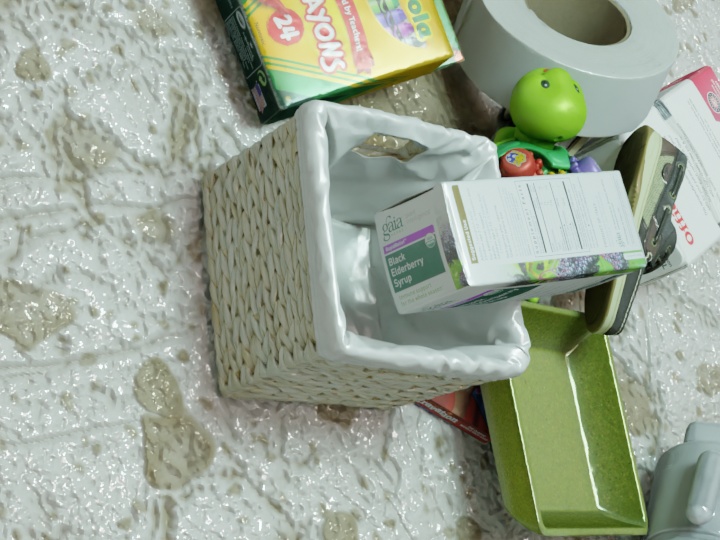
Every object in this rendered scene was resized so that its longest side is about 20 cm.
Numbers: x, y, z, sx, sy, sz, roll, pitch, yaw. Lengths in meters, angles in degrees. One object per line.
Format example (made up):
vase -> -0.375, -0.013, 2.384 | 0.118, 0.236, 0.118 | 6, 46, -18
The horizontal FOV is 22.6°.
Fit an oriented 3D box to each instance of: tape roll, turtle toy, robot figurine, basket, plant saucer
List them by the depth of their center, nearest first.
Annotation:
basket -> 0.000, 0.000, 1.388 | 0.197, 0.160, 0.201 | 8, 66, -40
plant saucer -> 0.164, 0.132, 1.538 | 0.199, 0.048, 0.201 | 11, 64, -55
turtle toy -> 0.151, -0.072, 1.540 | 0.145, 0.101, 0.201 | 3, 84, -30
robot figurine -> 0.310, 0.233, 1.604 | 0.170, 0.112, 0.201 | 70, 30, -47
tape roll -> 0.186, -0.211, 1.647 | 0.201, 0.071, 0.203 | 13, 41, -11

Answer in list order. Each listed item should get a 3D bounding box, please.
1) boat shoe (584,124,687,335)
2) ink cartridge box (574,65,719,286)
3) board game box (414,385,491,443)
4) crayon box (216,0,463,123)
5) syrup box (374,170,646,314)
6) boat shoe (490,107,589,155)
boat shoe -> 0.251, -0.031, 1.604 | 0.066, 0.072, 0.202 | 21, 68, -13
ink cartridge box -> 0.301, -0.092, 1.754 | 0.200, 0.084, 0.145 | -35, 96, -45
board game box -> 0.090, 0.038, 1.554 | 0.103, 0.019, 0.201 | 31, 54, -28
crayon box -> -0.010, -0.212, 1.494 | 0.199, 0.051, 0.128 | -21, 87, -25
syrup box -> 0.112, -0.022, 1.332 | 0.199, 0.079, 0.082 | -7, 78, -43
boat shoe -> 0.167, -0.135, 1.659 | 0.068, 0.075, 0.200 | 48, 48, -23
